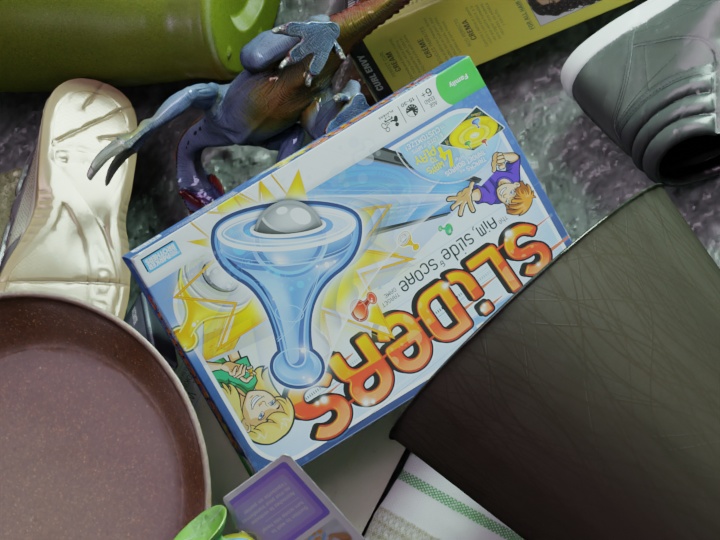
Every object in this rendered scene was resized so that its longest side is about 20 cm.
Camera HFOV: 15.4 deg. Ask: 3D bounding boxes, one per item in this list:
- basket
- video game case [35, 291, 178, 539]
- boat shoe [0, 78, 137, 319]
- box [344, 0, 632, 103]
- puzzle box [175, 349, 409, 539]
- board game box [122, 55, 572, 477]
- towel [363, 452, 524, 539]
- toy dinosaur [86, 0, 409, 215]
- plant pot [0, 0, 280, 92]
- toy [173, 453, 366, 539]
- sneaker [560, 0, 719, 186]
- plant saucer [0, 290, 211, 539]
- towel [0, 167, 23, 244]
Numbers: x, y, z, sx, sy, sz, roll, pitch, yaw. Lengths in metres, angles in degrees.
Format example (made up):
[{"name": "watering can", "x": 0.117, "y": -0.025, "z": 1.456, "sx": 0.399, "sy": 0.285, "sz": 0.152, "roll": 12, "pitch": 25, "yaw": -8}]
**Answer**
[{"name": "basket", "x": 0.144, "y": 0.090, "z": 1.234, "sx": 0.180, "sy": 0.136, "sz": 0.200, "roll": -39, "pitch": 78, "yaw": -17}, {"name": "video game case", "x": -0.156, "y": 0.113, "z": 1.389, "sx": 0.200, "sy": 0.019, "sz": 0.143, "roll": -58, "pitch": 12, "yaw": 6}, {"name": "boat shoe", "x": -0.164, "y": -0.006, "z": 1.459, "sx": 0.072, "sy": 0.065, "sz": 0.201, "roll": 10, "pitch": 66, "yaw": -11}, {"name": "box", "x": 0.088, "y": -0.162, "z": 1.435, "sx": 0.199, "sy": 0.050, "sz": 0.075, "roll": -23, "pitch": 33, "yaw": 16}, {"name": "puzzle box", "x": -0.047, "y": 0.086, "z": 1.372, "sx": 0.133, "sy": 0.025, "sz": 0.200, "roll": 30, "pitch": 79, "yaw": -9}, {"name": "board game box", "x": 0.000, "y": 0.000, "z": 1.333, "sx": 0.200, "sy": 0.034, "sz": 0.136, "roll": -32, "pitch": 99, "yaw": -9}, {"name": "towel", "x": 0.081, "y": 0.131, "z": 1.342, "sx": 0.149, "sy": 0.031, "sz": 0.200, "roll": 28, "pitch": 85, "yaw": 35}, {"name": "toy dinosaur", "x": -0.042, "y": -0.082, "z": 1.432, "sx": 0.200, "sy": 0.105, "sz": 0.181, "roll": -44, "pitch": 13, "yaw": -17}, {"name": "plant pot", "x": -0.150, "y": -0.184, "z": 1.504, "sx": 0.192, "sy": 0.200, "sz": 0.201, "roll": 10, "pitch": 73, "yaw": 17}, {"name": "toy", "x": -0.017, "y": 0.195, "z": 1.246, "sx": 0.115, "sy": 0.200, "sz": 0.047, "roll": -37, "pitch": 14, "yaw": 11}, {"name": "sneaker", "x": 0.206, "y": -0.118, "z": 1.364, "sx": 0.200, "sy": 0.071, "sz": 0.099, "roll": -37, "pitch": 59, "yaw": 14}, {"name": "plant saucer", "x": -0.160, "y": 0.111, "z": 1.303, "sx": 0.200, "sy": 0.037, "sz": 0.201, "roll": -1, "pitch": 86, "yaw": 18}, {"name": "towel", "x": -0.244, "y": 0.021, "z": 1.539, "sx": 0.199, "sy": 0.036, "sz": 0.149, "roll": -18, "pitch": 61, "yaw": 19}]
